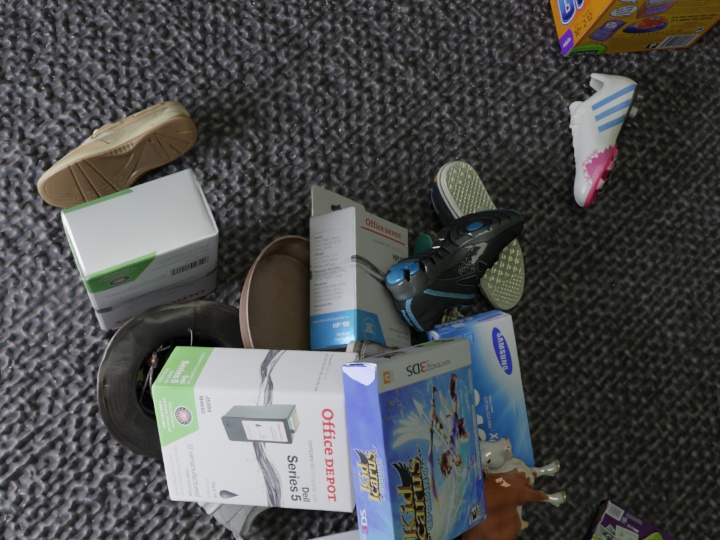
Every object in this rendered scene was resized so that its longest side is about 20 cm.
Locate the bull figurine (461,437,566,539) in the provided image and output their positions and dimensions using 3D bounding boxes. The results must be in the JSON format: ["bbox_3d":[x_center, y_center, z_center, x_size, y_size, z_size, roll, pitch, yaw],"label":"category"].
[{"bbox_3d":[0.166,0.268,1.114,0.121,0.065,0.200,4,114,-9],"label":"bull figurine"}]

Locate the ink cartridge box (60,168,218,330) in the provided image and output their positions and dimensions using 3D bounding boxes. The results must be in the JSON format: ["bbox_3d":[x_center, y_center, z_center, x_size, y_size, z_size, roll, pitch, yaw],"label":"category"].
[{"bbox_3d":[-0.239,-0.017,1.082,0.146,0.200,0.084,-20,77,-16],"label":"ink cartridge box"}]

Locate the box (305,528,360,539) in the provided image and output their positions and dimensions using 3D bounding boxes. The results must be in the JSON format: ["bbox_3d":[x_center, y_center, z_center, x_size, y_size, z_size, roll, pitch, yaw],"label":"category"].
[{"bbox_3d":[-0.005,0.338,1.074,0.200,0.113,0.102,-9,75,-13],"label":"box"}]

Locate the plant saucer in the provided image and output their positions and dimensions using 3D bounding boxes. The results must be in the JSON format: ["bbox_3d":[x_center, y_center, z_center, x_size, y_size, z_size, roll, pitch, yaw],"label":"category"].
[{"bbox_3d":[-0.076,0.060,1.124,0.034,0.200,0.201,-10,72,33],"label":"plant saucer"}]

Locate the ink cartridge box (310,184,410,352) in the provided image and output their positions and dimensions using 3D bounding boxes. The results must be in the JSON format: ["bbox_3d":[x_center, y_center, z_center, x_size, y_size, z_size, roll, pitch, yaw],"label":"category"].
[{"bbox_3d":[0.000,0.000,1.152,0.116,0.067,0.200,18,66,-53],"label":"ink cartridge box"}]

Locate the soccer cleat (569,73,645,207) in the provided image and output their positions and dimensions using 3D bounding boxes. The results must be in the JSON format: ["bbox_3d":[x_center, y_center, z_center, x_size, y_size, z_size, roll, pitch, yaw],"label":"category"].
[{"bbox_3d":[0.308,-0.176,1.302,0.086,0.070,0.200,22,69,13],"label":"soccer cleat"}]

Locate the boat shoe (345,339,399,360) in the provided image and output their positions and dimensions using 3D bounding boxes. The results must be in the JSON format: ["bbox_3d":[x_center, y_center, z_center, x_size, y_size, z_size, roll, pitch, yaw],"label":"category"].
[{"bbox_3d":[0.036,0.136,1.092,0.057,0.200,0.067,1,62,19],"label":"boat shoe"}]

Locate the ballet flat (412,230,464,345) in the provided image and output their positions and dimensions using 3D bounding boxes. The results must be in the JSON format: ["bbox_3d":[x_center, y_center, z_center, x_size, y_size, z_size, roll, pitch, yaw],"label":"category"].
[{"bbox_3d":[0.102,0.054,1.204,0.075,0.068,0.200,6,79,-32],"label":"ballet flat"}]

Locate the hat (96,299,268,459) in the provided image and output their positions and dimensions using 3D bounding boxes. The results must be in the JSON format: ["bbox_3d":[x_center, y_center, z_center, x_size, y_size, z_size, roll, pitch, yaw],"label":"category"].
[{"bbox_3d":[-0.203,0.118,1.107,0.200,0.081,0.201,-4,100,-24],"label":"hat"}]

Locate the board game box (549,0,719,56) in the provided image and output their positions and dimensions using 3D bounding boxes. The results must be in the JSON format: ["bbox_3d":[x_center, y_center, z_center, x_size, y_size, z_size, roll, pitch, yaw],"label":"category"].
[{"bbox_3d":[0.377,-0.425,1.303,0.200,0.200,0.200,-7,77,-13],"label":"board game box"}]

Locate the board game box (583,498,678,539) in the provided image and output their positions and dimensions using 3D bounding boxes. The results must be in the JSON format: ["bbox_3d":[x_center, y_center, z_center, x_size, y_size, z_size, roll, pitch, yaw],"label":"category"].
[{"bbox_3d":[0.355,0.378,1.176,0.200,0.032,0.120,32,68,0],"label":"board game box"}]

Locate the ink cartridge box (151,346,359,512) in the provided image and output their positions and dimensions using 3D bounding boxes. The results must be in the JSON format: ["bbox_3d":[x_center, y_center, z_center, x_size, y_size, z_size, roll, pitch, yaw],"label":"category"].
[{"bbox_3d":[-0.099,0.162,1.010,0.200,0.084,0.146,1,116,10],"label":"ink cartridge box"}]

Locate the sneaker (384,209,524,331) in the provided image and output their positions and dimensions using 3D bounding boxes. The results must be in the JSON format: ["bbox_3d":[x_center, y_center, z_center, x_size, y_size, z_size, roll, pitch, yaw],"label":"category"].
[{"bbox_3d":[0.117,-0.006,1.152,0.200,0.073,0.082,-32,113,-22],"label":"sneaker"}]

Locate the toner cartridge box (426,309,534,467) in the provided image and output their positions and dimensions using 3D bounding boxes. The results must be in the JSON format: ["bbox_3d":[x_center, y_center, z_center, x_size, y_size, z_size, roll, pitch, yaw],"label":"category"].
[{"bbox_3d":[0.142,0.155,1.150,0.095,0.043,0.200,-14,101,-15],"label":"toner cartridge box"}]

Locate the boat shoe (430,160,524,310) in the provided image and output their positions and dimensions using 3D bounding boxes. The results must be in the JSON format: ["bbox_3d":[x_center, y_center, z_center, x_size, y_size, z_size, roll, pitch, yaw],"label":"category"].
[{"bbox_3d":[0.146,-0.043,1.234,0.075,0.062,0.200,-30,98,-21],"label":"boat shoe"}]

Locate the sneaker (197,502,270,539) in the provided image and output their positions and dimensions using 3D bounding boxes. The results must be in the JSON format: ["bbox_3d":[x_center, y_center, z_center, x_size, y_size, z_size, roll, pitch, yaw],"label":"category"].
[{"bbox_3d":[-0.086,0.227,1.120,0.200,0.075,0.082,-37,93,-7],"label":"sneaker"}]

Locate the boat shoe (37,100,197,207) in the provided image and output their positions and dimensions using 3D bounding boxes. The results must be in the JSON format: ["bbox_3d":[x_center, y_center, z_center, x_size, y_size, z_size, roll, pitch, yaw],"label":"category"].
[{"bbox_3d":[-0.295,-0.141,1.180,0.200,0.071,0.065,-26,46,-8],"label":"boat shoe"}]

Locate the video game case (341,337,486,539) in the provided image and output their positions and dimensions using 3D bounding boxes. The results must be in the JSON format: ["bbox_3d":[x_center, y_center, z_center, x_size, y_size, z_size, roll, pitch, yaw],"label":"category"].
[{"bbox_3d":[0.060,0.179,0.989,0.181,0.045,0.200,-8,92,-54],"label":"video game case"}]
